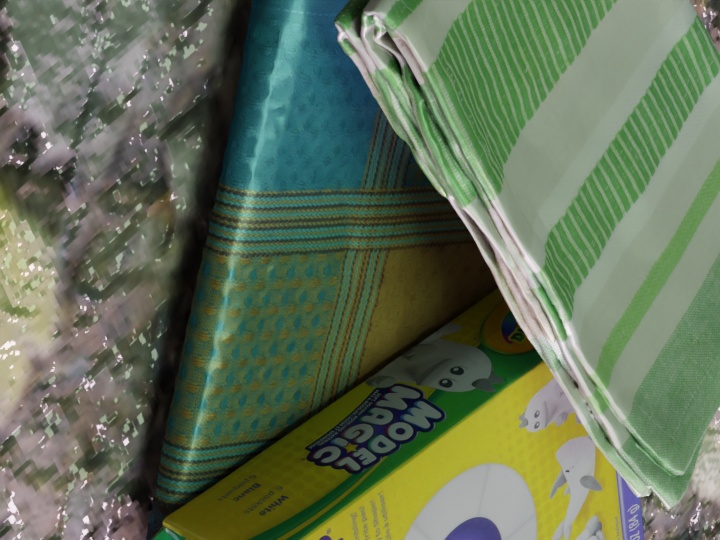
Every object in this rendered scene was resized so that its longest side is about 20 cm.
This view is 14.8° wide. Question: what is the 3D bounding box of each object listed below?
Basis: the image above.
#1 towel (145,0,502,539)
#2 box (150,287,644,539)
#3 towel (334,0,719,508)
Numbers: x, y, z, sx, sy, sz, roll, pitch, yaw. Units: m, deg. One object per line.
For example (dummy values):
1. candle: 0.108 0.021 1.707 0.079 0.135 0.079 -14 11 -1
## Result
1. towel: 0.000 0.000 0.880 0.147 0.022 0.200 0 108 -48
2. box: 0.010 0.095 0.887 0.200 0.048 0.118 -33 129 -33
3. towel: 0.078 -0.044 0.883 0.200 0.023 0.153 57 47 -25
